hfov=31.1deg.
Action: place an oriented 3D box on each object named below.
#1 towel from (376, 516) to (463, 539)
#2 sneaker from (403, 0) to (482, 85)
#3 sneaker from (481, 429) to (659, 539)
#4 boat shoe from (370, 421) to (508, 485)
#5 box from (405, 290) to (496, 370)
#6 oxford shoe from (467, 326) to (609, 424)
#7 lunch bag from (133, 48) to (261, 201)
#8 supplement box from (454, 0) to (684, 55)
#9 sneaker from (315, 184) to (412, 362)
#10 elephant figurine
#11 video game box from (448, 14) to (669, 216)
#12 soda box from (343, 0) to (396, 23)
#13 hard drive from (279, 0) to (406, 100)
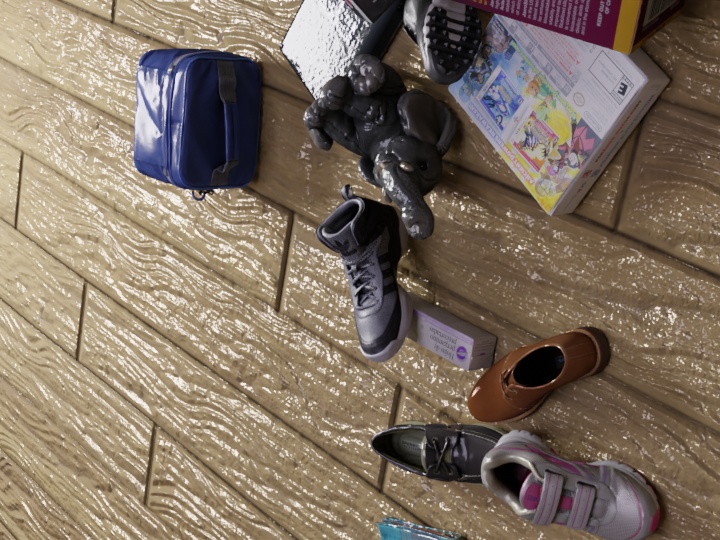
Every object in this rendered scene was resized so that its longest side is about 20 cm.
[{"bbox_3d":[0.078,0.406,1.555,0.146,0.022,0.201,0,95,49],"label":"towel"},{"bbox_3d":[0.085,-0.264,1.395,0.091,0.066,0.201,125,153,-50],"label":"sneaker"},{"bbox_3d":[0.206,0.230,1.322,0.199,0.088,0.082,15,106,33],"label":"sneaker"},{"bbox_3d":[0.093,0.210,1.476,0.200,0.066,0.072,1,93,48],"label":"boat shoe"},{"bbox_3d":[0.072,0.060,1.501,0.200,0.041,0.039,27,114,43],"label":"box"},{"bbox_3d":[0.170,0.114,1.374,0.200,0.071,0.072,-40,67,46],"label":"oxford shoe"},{"bbox_3d":[-0.214,-0.194,1.721,0.132,0.136,0.201,15,106,47],"label":"lunch bag"},{"bbox_3d":[0.193,-0.291,1.195,0.199,0.131,0.104,22,128,24],"label":"supplement box"},{"bbox_3d":[0.000,0.000,1.476,0.075,0.114,0.201,-17,58,32],"label":"sneaker"},{"bbox_3d":[0.041,-0.137,1.454,0.200,0.155,0.142,44,167,5],"label":"elephant figurine"},{"bbox_3d":[0.196,-0.189,1.321,0.200,0.047,0.182,56,130,29],"label":"video game box"},{"bbox_3d":[0.054,-0.356,1.358,0.200,0.071,0.063,-45,25,3],"label":"soda box"},{"bbox_3d":[-0.020,-0.301,1.564,0.140,0.033,0.200,56,132,28],"label":"hard drive"}]
